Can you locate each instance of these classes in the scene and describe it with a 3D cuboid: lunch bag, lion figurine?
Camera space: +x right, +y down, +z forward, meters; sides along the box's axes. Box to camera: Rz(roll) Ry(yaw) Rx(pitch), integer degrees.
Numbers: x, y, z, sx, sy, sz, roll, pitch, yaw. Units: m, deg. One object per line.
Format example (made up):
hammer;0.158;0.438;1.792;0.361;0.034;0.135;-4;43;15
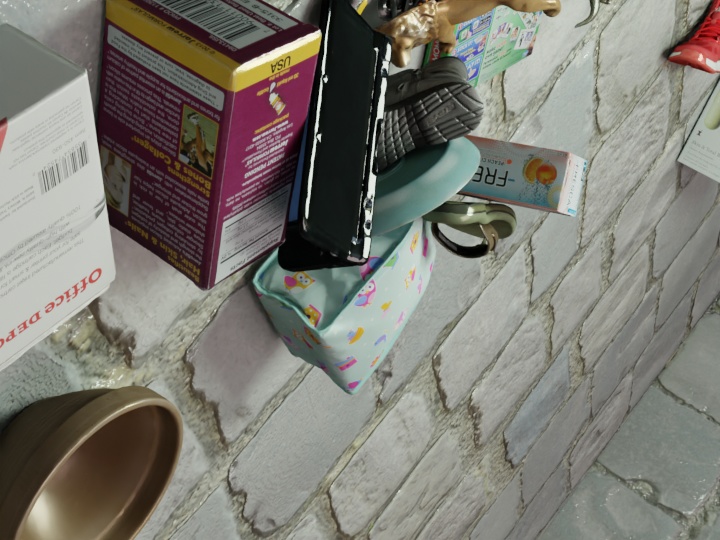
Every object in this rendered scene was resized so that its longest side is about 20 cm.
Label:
lunch bag;0.000;0.000;1.432;0.200;0.122;0.170;-50;155;-14
lion figurine;0.106;-0.257;1.317;0.200;0.073;0.122;-26;171;9

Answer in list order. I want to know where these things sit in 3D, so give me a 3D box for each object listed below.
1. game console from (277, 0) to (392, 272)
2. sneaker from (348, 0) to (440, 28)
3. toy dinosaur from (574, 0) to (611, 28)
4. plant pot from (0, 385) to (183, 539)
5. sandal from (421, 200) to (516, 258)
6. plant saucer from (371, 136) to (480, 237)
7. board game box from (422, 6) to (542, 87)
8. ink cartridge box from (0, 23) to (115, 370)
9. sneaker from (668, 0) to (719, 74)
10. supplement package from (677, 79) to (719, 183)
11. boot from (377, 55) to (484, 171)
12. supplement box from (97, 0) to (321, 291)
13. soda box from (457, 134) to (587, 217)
game console;-0.044;-0.110;1.146;0.116;0.176;0.200;14;79;-36
sneaker;0.053;-0.269;1.245;0.200;0.090;0.070;-48;155;-23
toy dinosaur;0.287;-0.379;1.620;0.200;0.077;0.102;-51;144;-5
plant pot;-0.253;0.173;1.182;0.201;0.093;0.201;-45;154;-29
sandal;0.106;-0.041;1.424;0.201;0.080;0.057;2;88;-69
plant saucer;0.015;-0.086;1.304;0.200;0.200;0.027;-42;120;-33
board game box;0.139;-0.266;1.496;0.200;0.029;0.135;-34;146;-43
ink cartridge box;-0.252;-0.041;0.933;0.147;0.083;0.200;-41;151;-33
sneaker;0.528;-0.365;2.108;0.200;0.078;0.116;-26;134;-70
supplement package;0.689;-0.247;2.444;0.151;0.152;0.200;-4;123;-61
boot;0.016;-0.147;1.327;0.132;0.200;0.070;-108;-174;-67
supplement box;-0.120;-0.109;1.051;0.103;0.131;0.200;-34;148;-44
soda box;0.131;-0.106;1.455;0.068;0.200;0.064;8;95;-64
